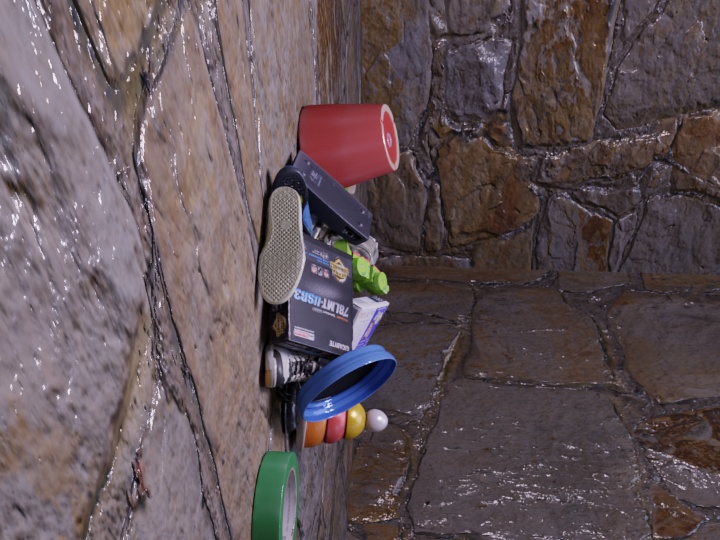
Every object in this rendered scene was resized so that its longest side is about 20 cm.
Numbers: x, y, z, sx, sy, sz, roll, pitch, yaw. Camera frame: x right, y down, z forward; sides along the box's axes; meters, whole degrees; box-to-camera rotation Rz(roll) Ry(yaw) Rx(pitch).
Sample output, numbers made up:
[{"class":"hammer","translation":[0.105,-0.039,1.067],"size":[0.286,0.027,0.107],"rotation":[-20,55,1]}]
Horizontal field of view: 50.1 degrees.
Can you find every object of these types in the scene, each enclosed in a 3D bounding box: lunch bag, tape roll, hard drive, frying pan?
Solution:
[{"class":"lunch bag","translation":[-0.047,-0.028,1.714],"size":[0.200,0.166,0.141],"rotation":[-69,160,-80]},{"class":"tape roll","translation":[-0.145,0.417,1.336],"size":[0.200,0.048,0.202],"rotation":[2,90,-86]},{"class":"hard drive","translation":[-0.063,-0.139,1.501],"size":[0.042,0.200,0.135],"rotation":[-43,-163,22]},{"class":"frying pan","translation":[-0.139,0.245,1.525],"size":[0.191,0.031,0.116],"rotation":[91,1,-47]}]

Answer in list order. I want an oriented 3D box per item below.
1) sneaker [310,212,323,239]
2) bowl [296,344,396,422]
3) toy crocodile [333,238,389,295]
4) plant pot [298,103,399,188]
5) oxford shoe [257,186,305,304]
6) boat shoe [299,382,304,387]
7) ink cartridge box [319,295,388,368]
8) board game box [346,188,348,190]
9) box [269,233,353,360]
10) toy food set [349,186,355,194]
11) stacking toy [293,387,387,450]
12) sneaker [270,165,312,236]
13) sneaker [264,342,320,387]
[{"class":"sneaker","translation":[-0.118,-0.049,1.493],"size":[0.085,0.074,0.201],"rotation":[117,-18,-54]},{"class":"bowl","translation":[-0.027,0.205,1.413],"size":[0.040,0.200,0.201],"rotation":[57,-12,24]},{"class":"toy crocodile","translation":[0.000,0.000,1.564],"size":[0.200,0.067,0.062],"rotation":[37,54,-50]},{"class":"plant pot","translation":[-0.018,-0.271,1.657],"size":[0.200,0.176,0.202],"rotation":[-7,90,-74]},{"class":"oxford shoe","translation":[-0.127,-0.038,1.256],"size":[0.058,0.075,0.202],"rotation":[108,-16,-67]},{"class":"boat shoe","translation":[-0.108,0.173,1.548],"size":[0.068,0.071,0.202],"rotation":[-18,96,-77]},{"class":"ink cartridge box","translation":[-0.027,0.147,1.545],"size":[0.201,0.043,0.198],"rotation":[-63,166,8]},{"class":"board game box","translation":[-0.075,-0.171,1.740],"size":[0.030,0.095,0.201],"rotation":[100,-4,-46]},{"class":"box","translation":[-0.083,0.046,1.359],"size":[0.200,0.049,0.200],"rotation":[26,57,-53]},{"class":"toy food set","translation":[-0.056,-0.158,1.887],"size":[0.144,0.060,0.201],"rotation":[-84,-160,-50]},{"class":"stacking toy","translation":[-0.040,0.322,1.658],"size":[0.146,0.198,0.147],"rotation":[-172,-90,-86]},{"class":"sneaker","translation":[-0.124,-0.122,1.360],"size":[0.201,0.065,0.079],"rotation":[85,-8,-53]},{"class":"sneaker","translation":[-0.117,0.162,1.358],"size":[0.200,0.087,0.076],"rotation":[-18,112,-84]}]
